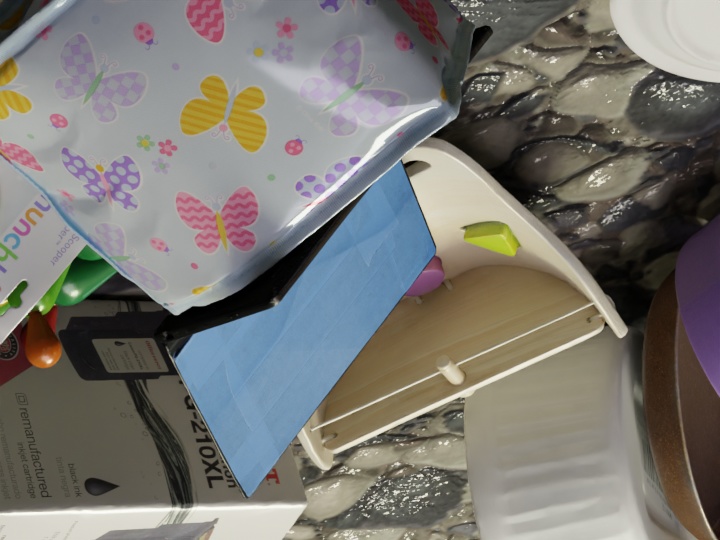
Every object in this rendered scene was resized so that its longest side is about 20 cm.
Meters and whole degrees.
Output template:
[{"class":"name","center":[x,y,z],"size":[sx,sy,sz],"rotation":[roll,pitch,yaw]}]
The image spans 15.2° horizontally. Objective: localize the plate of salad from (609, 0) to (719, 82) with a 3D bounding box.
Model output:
[{"class":"plate of salad","center":[0.228,-0.166,1.430],"size":[0.199,0.048,0.200],"rotation":[-5,149,-3]}]

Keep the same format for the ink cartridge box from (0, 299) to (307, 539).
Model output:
[{"class":"ink cartridge box","center":[-0.147,0.096,1.543],"size":[0.199,0.145,0.084],"rotation":[2,144,-31]}]

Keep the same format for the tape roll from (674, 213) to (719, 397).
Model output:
[{"class":"tape roll","center":[0.284,0.042,1.643],"size":[0.200,0.201,0.066],"rotation":[13,138,-42]}]

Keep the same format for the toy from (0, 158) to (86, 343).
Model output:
[{"class":"toy","center":[-0.229,-0.037,1.256],"size":[0.200,0.047,0.115],"rotation":[41,94,-18]}]

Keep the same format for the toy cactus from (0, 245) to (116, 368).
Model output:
[{"class":"toy cactus","center":[-0.122,-0.017,1.445],"size":[0.200,0.102,0.165],"rotation":[-47,151,25]}]

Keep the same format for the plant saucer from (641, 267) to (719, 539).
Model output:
[{"class":"plant saucer","center":[0.218,0.084,1.698],"size":[0.034,0.201,0.200],"rotation":[-8,155,24]}]

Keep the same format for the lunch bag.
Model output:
[{"class":"lunch bag","center":[-0.075,-0.094,1.245],"size":[0.200,0.127,0.170],"rotation":[-40,107,22]}]

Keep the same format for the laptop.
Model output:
[{"class":"laptop","center":[0.000,0.000,1.353],"size":[0.116,0.187,0.200],"rotation":[45,153,-15]}]

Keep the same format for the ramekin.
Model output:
[{"class":"ramekin","center":[0.145,0.130,1.691],"size":[0.097,0.201,0.200],"rotation":[-13,153,20]}]

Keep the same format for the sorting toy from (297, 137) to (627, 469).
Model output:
[{"class":"sorting toy","center":[0.024,-0.003,1.537],"size":[0.199,0.107,0.180],"rotation":[-25,142,8]}]
